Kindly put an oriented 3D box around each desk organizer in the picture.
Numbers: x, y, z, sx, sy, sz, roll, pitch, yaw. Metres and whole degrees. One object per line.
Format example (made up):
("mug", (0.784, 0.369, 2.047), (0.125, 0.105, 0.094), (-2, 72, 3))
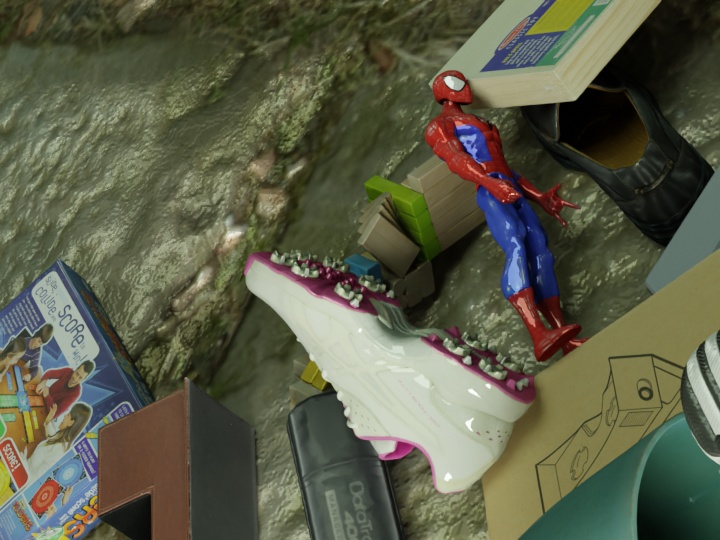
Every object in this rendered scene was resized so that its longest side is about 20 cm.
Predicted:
("desk organizer", (-0.112, 0.176, 1.351), (0.077, 0.072, 0.201), (-26, 46, 24))

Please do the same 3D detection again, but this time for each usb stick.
("usb stick", (-0.001, 0.157, 1.285), (0.055, 0.033, 0.201), (-14, 56, 1))

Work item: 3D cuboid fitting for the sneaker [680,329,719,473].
("sneaker", (0.230, 0.116, 1.014), (0.076, 0.115, 0.201), (-34, 65, 35))

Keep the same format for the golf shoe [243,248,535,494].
("golf shoe", (0.003, 0.056, 1.288), (0.200, 0.075, 0.092), (30, 107, 28))

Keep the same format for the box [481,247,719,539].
("box", (0.146, 0.099, 1.206), (0.200, 0.021, 0.164), (-38, 41, 31))

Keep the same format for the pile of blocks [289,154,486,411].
("pile of blocks", (0.000, 0.000, 1.384), (0.062, 0.082, 0.200), (23, 76, 45))

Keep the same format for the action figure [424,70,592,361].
("action figure", (0.089, -0.038, 1.317), (0.052, 0.065, 0.200), (-41, 61, 27))

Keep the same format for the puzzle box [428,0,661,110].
("puzzle box", (0.144, -0.175, 1.382), (0.200, 0.025, 0.133), (-48, 24, -22))

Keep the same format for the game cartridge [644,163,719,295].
("game cartridge", (0.257, 0.005, 1.212), (0.200, 0.040, 0.134), (25, 73, 46))

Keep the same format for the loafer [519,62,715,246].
("loafer", (0.145, -0.095, 1.347), (0.073, 0.072, 0.200), (-47, 42, 2))

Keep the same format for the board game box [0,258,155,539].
("board game box", (-0.215, 0.098, 1.514), (0.135, 0.034, 0.200), (-41, 43, 5))

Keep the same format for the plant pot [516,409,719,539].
("plant pot", (0.142, 0.188, 1.056), (0.161, 0.200, 0.201), (-34, 42, 38))
